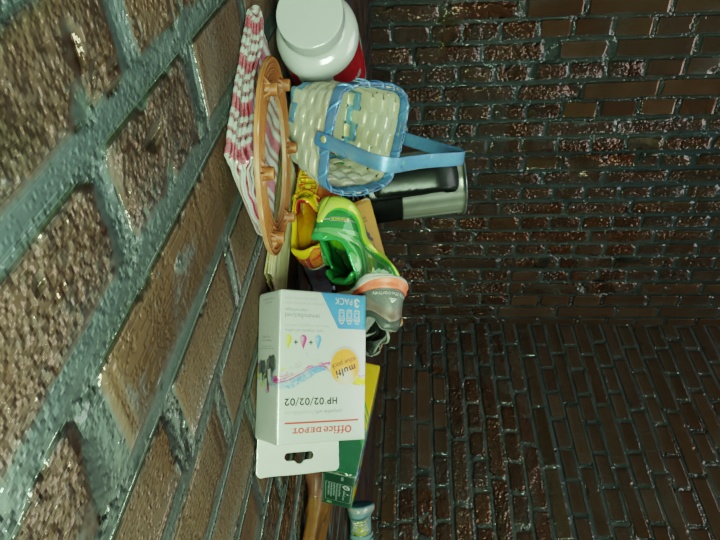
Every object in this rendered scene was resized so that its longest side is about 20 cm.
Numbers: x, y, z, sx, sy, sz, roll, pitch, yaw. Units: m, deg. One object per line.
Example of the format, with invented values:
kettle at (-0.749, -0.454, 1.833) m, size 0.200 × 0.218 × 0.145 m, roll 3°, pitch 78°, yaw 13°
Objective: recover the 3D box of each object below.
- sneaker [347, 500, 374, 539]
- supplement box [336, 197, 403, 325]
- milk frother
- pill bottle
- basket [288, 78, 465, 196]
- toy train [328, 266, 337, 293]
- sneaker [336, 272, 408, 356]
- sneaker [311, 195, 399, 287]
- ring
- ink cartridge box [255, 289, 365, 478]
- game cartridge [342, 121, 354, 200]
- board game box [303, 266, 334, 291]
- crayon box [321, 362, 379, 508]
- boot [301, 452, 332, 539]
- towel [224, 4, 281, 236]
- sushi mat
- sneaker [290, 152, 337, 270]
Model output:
sneaker at (0.003, 0.712, 1.685) m, size 0.201 × 0.077 × 0.135 m, roll 73°, pitch 16°, yaw -71°
supplement box at (0.000, 0.000, 0.919) m, size 0.066 × 0.068 × 0.206 m, roll -26°, pitch 106°, yaw -43°
milk frother at (0.083, -0.089, 0.996) m, size 0.181 × 0.181 × 0.206 m, roll -94°, pitch 177°, yaw -68°
pill bottle at (-0.052, -0.298, 0.821) m, size 0.200 × 0.108 × 0.117 m, roll 39°, pitch 51°, yaw -83°
basket at (0.014, -0.162, 0.758) m, size 0.174 × 0.197 × 0.144 m, roll -12°, pitch 117°, yaw -47°
toy train at (-0.037, 0.001, 1.003) m, size 0.046 × 0.033 × 0.206 m, roll -105°, pitch -169°, yaw -62°
sneaker at (-0.002, 0.071, 0.776) m, size 0.200 × 0.075 × 0.085 m, roll 131°, pitch -37°, yaw -62°
sneaker at (-0.011, -0.006, 0.807) m, size 0.201 × 0.072 × 0.085 m, roll 54°, pitch 52°, yaw -37°
ring at (-0.086, -0.119, 0.647) m, size 0.200 × 0.019 × 0.208 m, roll 1°, pitch 90°, yaw -89°
ink cartridge box at (-0.055, 0.130, 0.690) m, size 0.067 × 0.112 × 0.208 m, roll -11°, pitch -103°, yaw 58°
game cartridge at (-0.030, -0.151, 1.061) m, size 0.134 × 0.039 × 0.207 m, roll -90°, pitch 178°, yaw -72°
board game box at (-0.069, -0.093, 1.027) m, size 0.200 × 0.040 × 0.207 m, roll 78°, pitch 13°, yaw -69°
crayon box at (-0.011, 0.227, 0.903) m, size 0.127 × 0.050 × 0.204 m, roll 95°, pitch 7°, yaw -53°
boot at (-0.058, 0.414, 1.015) m, size 0.190 × 0.066 × 0.206 m, roll 83°, pitch 10°, yaw -59°
towel at (-0.105, -0.158, 0.662) m, size 0.147 × 0.029 × 0.206 m, roll 82°, pitch 9°, yaw -63°
sushi mat at (-0.102, -0.060, 0.801) m, size 0.096 × 0.012 × 0.206 m, roll 83°, pitch 9°, yaw -62°
sneaker at (-0.060, -0.106, 0.836) m, size 0.077 × 0.070 × 0.207 m, roll 53°, pitch 33°, yaw -67°
